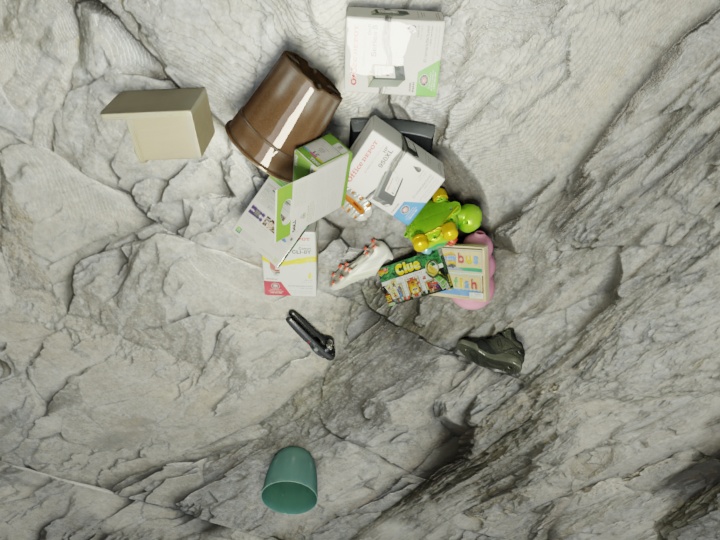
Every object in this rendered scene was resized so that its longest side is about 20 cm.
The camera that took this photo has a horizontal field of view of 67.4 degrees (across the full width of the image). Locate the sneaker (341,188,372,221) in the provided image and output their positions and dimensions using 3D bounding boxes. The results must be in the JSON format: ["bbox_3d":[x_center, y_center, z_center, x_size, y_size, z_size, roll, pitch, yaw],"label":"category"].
[{"bbox_3d":[-0.048,-0.202,1.282,0.078,0.077,0.201,-39,98,21],"label":"sneaker"}]

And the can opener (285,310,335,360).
[{"bbox_3d":[-0.145,0.194,1.572,0.078,0.064,0.200,-31,120,22],"label":"can opener"}]

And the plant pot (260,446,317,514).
[{"bbox_3d":[-0.241,0.724,1.895,0.194,0.163,0.205,0,127,0],"label":"plant pot"}]

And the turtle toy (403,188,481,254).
[{"bbox_3d":[0.198,-0.113,1.309,0.195,0.149,0.102,-18,144,14],"label":"turtle toy"}]

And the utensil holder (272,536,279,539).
[{"bbox_3d":[-0.315,1.241,2.268,0.197,0.172,0.170,31,122,-23],"label":"utensil holder"}]

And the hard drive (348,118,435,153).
[{"bbox_3d":[0.069,-0.275,1.242,0.193,0.043,0.138,4,126,-2],"label":"hard drive"}]

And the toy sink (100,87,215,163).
[{"bbox_3d":[-0.433,-0.313,1.171,0.193,0.132,0.115,-2,127,1],"label":"toy sink"}]

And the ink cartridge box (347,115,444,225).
[{"bbox_3d":[0.068,-0.220,1.202,0.197,0.085,0.145,29,123,-17],"label":"ink cartridge box"}]

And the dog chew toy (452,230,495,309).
[{"bbox_3d":[0.293,-0.004,1.390,0.120,0.126,0.205,2,119,-1],"label":"dog chew toy"}]

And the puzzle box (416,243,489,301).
[{"bbox_3d":[0.230,0.000,1.355,0.196,0.025,0.138,5,105,40],"label":"puzzle box"}]

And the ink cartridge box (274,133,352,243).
[{"bbox_3d":[-0.117,-0.169,1.107,0.076,0.198,0.150,42,145,23],"label":"ink cartridge box"}]

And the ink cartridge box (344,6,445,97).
[{"bbox_3d":[0.063,-0.442,1.095,0.193,0.085,0.149,2,126,-1],"label":"ink cartridge box"}]

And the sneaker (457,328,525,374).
[{"bbox_3d":[0.388,0.222,1.583,0.195,0.115,0.078,11,138,29],"label":"sneaker"}]

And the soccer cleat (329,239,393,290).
[{"bbox_3d":[0.000,0.000,1.429,0.198,0.070,0.077,-38,121,21],"label":"soccer cleat"}]

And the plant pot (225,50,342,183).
[{"bbox_3d":[-0.150,-0.327,1.130,0.198,0.202,0.199,31,113,-20],"label":"plant pot"}]

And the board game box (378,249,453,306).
[{"bbox_3d":[0.138,0.019,1.398,0.197,0.023,0.108,-20,88,37],"label":"board game box"}]

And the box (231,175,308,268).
[{"bbox_3d":[-0.192,-0.131,1.283,0.143,0.036,0.202,38,95,-4],"label":"box"}]

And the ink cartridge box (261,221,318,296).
[{"bbox_3d":[-0.181,-0.039,1.392,0.140,0.084,0.205,2,126,-1],"label":"ink cartridge box"}]
